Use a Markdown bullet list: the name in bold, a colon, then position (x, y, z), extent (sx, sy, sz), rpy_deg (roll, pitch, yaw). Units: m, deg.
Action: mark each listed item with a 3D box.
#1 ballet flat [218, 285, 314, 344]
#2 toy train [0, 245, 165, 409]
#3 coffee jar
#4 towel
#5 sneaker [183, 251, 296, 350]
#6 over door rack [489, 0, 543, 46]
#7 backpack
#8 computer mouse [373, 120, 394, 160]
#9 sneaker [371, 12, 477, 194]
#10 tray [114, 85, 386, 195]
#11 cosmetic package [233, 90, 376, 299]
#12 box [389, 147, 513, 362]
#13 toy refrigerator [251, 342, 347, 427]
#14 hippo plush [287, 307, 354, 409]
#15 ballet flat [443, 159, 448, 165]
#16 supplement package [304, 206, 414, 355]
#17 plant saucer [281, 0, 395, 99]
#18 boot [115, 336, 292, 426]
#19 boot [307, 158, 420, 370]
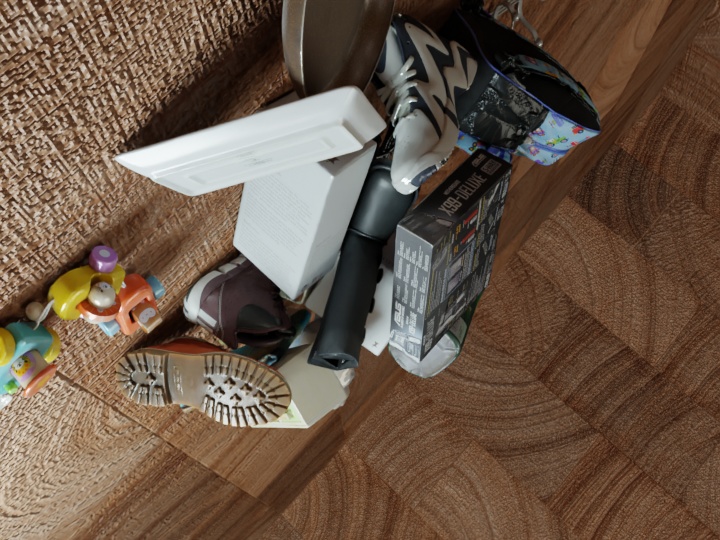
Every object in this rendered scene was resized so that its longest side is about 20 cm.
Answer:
- **ballet flat**: position (-0.108, 0.034, 0.993), extent (0.201, 0.071, 0.071), rpy_deg (-51, 165, 7)
- **toy train**: position (-0.246, 0.062, 0.672), extent (0.200, 0.055, 0.151), rpy_deg (-42, 163, -30)
- **coffee jar**: position (0.115, 0.050, 1.074), extent (0.104, 0.085, 0.201), rpy_deg (-45, -172, 40)
- **towel**: position (-0.142, 0.111, 0.987), extent (0.146, 0.022, 0.200), rpy_deg (-31, -175, 13)
- **sneaker**: position (-0.098, 0.023, 0.887), extent (0.200, 0.115, 0.076), rpy_deg (-41, 160, -28)
- **over door rack**: position (0.183, -0.283, 1.066), extent (0.147, 0.066, 0.201), rpy_deg (-40, 163, -31)
- **backpack**: position (0.179, -0.202, 0.910), extent (0.198, 0.184, 0.135), rpy_deg (20, 124, -28)
- **computer mouse**: position (0.017, -0.157, 0.915), extent (0.141, 0.046, 0.200), rpy_deg (-58, 161, 10)
- **sneaker**: position (0.037, -0.178, 0.754), extent (0.079, 0.129, 0.201), rpy_deg (-28, -147, 55)
- **tray**: position (-0.082, -0.095, 0.607), extent (0.197, 0.023, 0.107), rpy_deg (-14, 170, 13)
- **cosmetic package**: position (-0.063, -0.074, 0.787), extent (0.071, 0.101, 0.201), rpy_deg (-39, 163, -36)
- **box**: position (0.100, -0.013, 0.868), extent (0.158, 0.049, 0.202), rpy_deg (-43, 151, -32)
- **toy refrigerator**: position (-0.100, 0.147, 0.945), extent (0.070, 0.077, 0.199), rpy_deg (-33, -174, -29)
- **hippo plush**: position (-0.043, 0.117, 1.209), extent (0.160, 0.159, 0.201), rpy_deg (-38, 161, -35)
- **ballet flat**: position (0.099, -0.161, 1.071), extent (0.067, 0.047, 0.200), rpy_deg (-24, 177, 5)
- **supplement package**: position (0.028, -0.005, 1.042), extent (0.120, 0.120, 0.200), rpy_deg (-55, -178, 30)
- **plant saucer**: position (-0.015, -0.218, 0.604), extent (0.200, 0.032, 0.203), rpy_deg (17, 89, -75)
- **boot**: position (-0.155, 0.112, 0.842), extent (0.107, 0.197, 0.076), rpy_deg (-25, 122, -69)
- **boot**: position (0.000, 0.000, 0.826), extent (0.165, 0.065, 0.202), rpy_deg (114, -5, -69)
